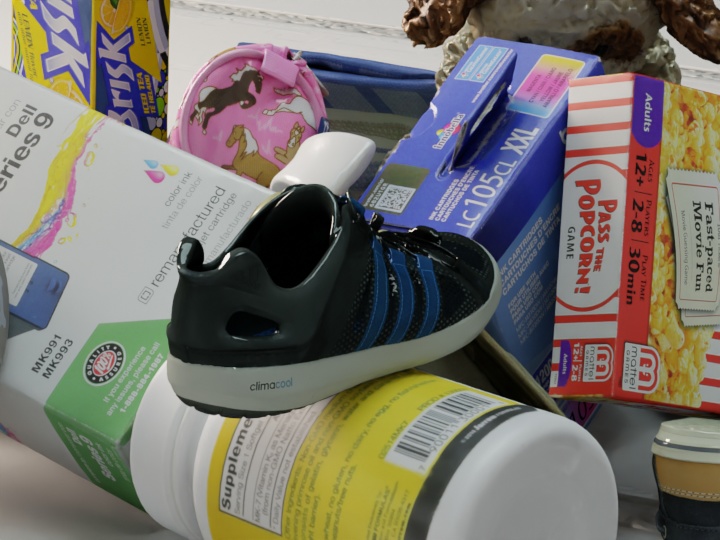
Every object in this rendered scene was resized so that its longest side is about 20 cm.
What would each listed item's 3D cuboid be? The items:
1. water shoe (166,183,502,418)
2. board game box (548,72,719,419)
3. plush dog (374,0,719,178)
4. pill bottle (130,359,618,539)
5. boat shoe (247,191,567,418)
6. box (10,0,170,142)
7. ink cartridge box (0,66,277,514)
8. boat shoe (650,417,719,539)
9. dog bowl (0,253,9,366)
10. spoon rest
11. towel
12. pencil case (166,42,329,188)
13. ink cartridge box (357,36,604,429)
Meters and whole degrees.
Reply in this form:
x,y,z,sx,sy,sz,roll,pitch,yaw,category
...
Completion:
x,y,z,sx,sy,sz,roll,pitch,yaw,category
-0.003,0.001,1.210,0.071,0.080,0.200,12,22,32,water shoe
0.179,-0.003,1.404,0.199,0.153,0.046,9,-8,-41,board game box
0.109,-0.114,1.519,0.198,0.172,0.161,2,56,-1,plush dog
0.001,0.094,1.239,0.199,0.115,0.114,17,21,42,pill bottle
0.029,0.037,1.323,0.063,0.201,0.073,-21,25,50,boat shoe
-0.151,-0.127,1.623,0.070,0.202,0.064,16,21,36,box
-0.138,0.006,1.383,0.199,0.088,0.146,25,70,30,ink cartridge box
0.180,0.101,1.343,0.074,0.063,0.200,4,0,22,boat shoe
-0.250,0.024,1.329,0.199,0.201,0.059,10,-14,25,dog bowl
0.000,0.000,1.446,0.060,0.200,0.099,27,65,32,spoon rest
0.018,-0.065,1.685,0.146,0.024,0.200,10,-24,27,towel
-0.064,-0.068,1.554,0.086,0.083,0.200,-14,-3,-7,pencil case
0.072,-0.017,1.411,0.076,0.201,0.137,11,51,34,ink cartridge box
